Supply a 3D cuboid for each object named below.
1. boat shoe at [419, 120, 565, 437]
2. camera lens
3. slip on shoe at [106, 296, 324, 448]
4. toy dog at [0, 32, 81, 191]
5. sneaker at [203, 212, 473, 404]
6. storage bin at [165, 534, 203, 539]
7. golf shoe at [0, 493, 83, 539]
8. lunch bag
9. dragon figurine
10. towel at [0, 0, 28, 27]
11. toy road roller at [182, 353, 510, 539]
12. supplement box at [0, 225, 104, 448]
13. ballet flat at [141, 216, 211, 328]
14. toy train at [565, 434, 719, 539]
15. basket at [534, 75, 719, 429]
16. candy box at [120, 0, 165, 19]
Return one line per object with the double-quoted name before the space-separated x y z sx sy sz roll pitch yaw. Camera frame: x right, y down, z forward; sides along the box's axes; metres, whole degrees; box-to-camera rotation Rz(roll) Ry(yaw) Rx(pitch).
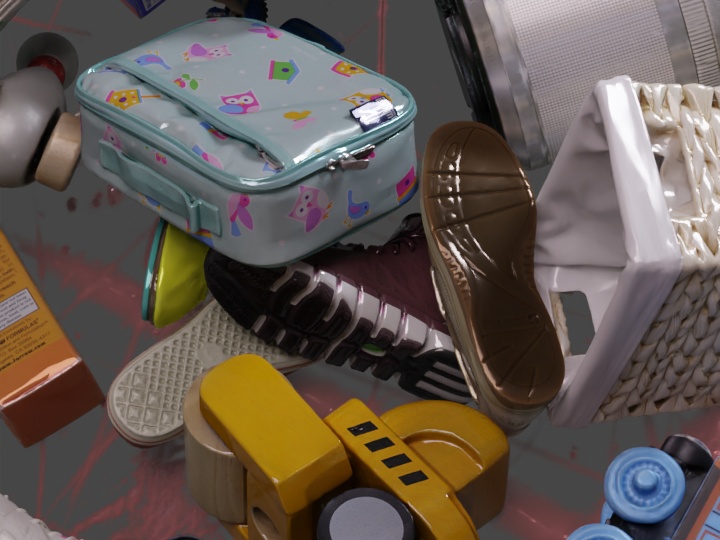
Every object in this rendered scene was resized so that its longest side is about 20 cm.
"boat shoe" 0.074 0.004 1.561 0.072 0.065 0.200 -6 64 -16
"camera lens" 0.156 -0.162 1.635 0.200 0.160 0.160 -18 60 1
"slip on shoe" -0.076 0.050 1.625 0.200 0.061 0.074 -33 82 -21
"toy dog" -0.225 -0.089 1.692 0.132 0.200 0.096 34 108 12
"sneaker" 0.000 0.000 1.605 0.200 0.076 0.116 26 51 -17
"storage bin" -0.069 0.259 1.460 0.135 0.094 0.200 -48 46 -13
"golf shoe" -0.205 0.185 1.580 0.092 0.075 0.200 -22 61 -19
"lunch bag" -0.071 -0.082 1.568 0.160 0.077 0.200 -25 38 -37
"dragon figurine" -0.039 -0.129 1.714 0.200 0.059 0.099 26 70 24
"towel" -0.223 -0.188 1.674 0.023 0.153 0.200 42 91 -7
"toy road roller" -0.001 0.125 1.540 0.146 0.123 0.200 -34 61 -24
"supplement box" -0.244 0.015 1.674 0.069 0.067 0.200 -33 62 -7
"ballet flat" -0.098 -0.033 1.644 0.067 0.067 0.200 6 35 -2
"toy train" 0.162 0.187 1.419 0.114 0.087 0.200 27 70 15
"basket" 0.181 -0.009 1.517 0.123 0.200 0.136 -1 60 -12
"candy box" -0.137 -0.301 1.816 0.200 0.077 0.169 -39 64 -12
